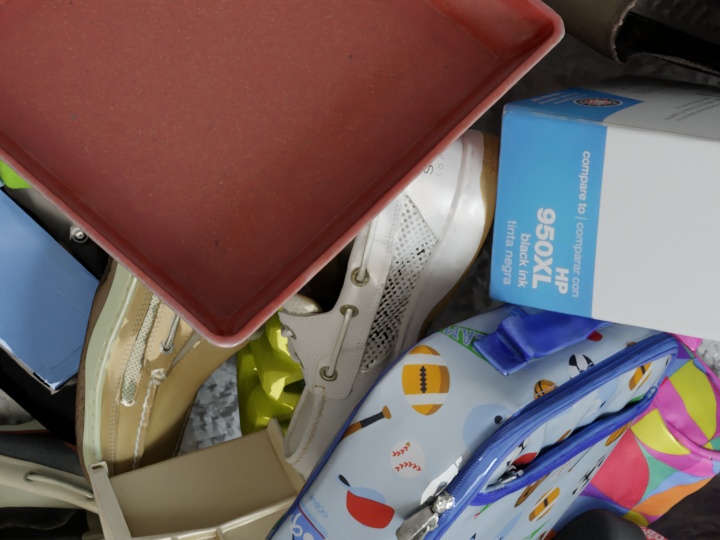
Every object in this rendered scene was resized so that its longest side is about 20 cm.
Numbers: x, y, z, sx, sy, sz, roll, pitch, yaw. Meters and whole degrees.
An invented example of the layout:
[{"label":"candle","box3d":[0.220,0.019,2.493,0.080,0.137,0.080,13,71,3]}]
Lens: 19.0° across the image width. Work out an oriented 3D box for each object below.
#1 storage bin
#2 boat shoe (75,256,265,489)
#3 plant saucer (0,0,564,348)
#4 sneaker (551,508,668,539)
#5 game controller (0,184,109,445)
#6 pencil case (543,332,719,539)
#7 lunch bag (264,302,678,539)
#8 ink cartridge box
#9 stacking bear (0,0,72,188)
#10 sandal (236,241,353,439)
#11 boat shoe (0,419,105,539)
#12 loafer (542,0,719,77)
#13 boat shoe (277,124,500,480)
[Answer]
[{"label":"storage bin","box3d":[-0.043,0.211,1.003,0.093,0.199,0.201,-17,138,-12]},{"label":"boat shoe","box3d":[-0.082,0.022,0.997,0.076,0.072,0.201,16,113,15]},{"label":"plant saucer","box3d":[-0.056,-0.086,0.845,0.200,0.200,0.037,40,156,15]},{"label":"sneaker","box3d":[0.097,0.200,1.045,0.108,0.067,0.201,28,125,-25]},{"label":"game controller","box3d":[-0.165,0.002,1.046,0.104,0.042,0.200,-33,116,28]},{"label":"pencil case","box3d":[0.100,0.105,1.055,0.088,0.089,0.200,38,123,-19]},{"label":"lunch bag","box3d":[0.049,0.078,0.907,0.076,0.200,0.161,44,119,15]},{"label":"ink cartridge box","box3d":[0.172,-0.022,0.866,0.199,0.144,0.085,10,104,27]},{"label":"stacking bear","box3d":[-0.122,-0.091,0.920,0.199,0.114,0.122,2,157,0]},{"label":"sandal","box3d":[0.000,0.000,1.006,0.087,0.080,0.201,5,131,-16]},{"label":"boat shoe","box3d":[-0.206,0.120,1.126,0.199,0.063,0.071,-5,127,14]},{"label":"loafer","box3d":[0.104,-0.128,0.890,0.199,0.071,0.073,15,127,-2]},{"label":"boat shoe","box3d":[-0.005,0.012,0.923,0.069,0.071,0.201,16,127,-12]}]
